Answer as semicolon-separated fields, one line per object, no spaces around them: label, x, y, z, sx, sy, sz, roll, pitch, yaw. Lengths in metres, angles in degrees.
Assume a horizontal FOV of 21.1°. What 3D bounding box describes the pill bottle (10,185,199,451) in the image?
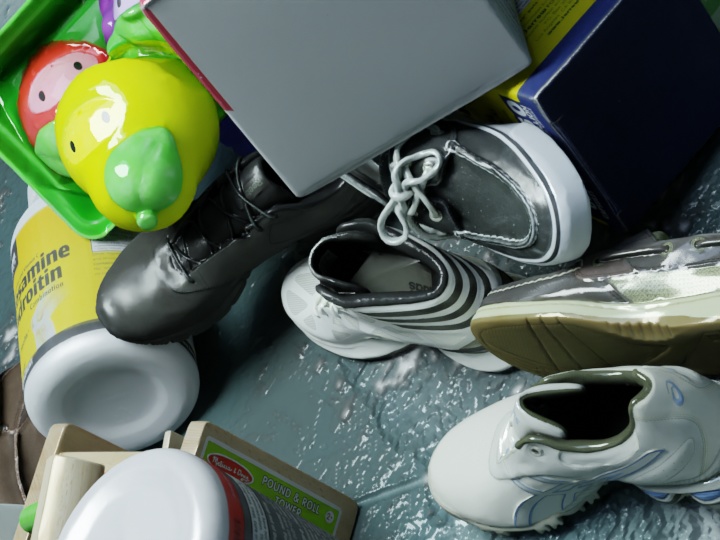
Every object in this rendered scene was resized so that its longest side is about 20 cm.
pill bottle;-0.171;0.013;1.267;0.112;0.112;0.201;-39;42;22

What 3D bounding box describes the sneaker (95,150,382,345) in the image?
sneaker;-0.075;-0.030;1.154;0.199;0.091;0.076;-35;76;-6

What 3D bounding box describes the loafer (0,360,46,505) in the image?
loafer;-0.206;0.119;1.262;0.071;0.073;0.200;-47;39;15

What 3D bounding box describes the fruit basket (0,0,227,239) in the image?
fruit basket;-0.143;-0.110;1.160;0.216;0.156;0.216;-44;7;7

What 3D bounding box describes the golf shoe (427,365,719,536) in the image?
golf shoe;0.095;0.076;0.948;0.199;0.097;0.079;-17;55;42

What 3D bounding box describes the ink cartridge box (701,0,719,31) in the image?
ink cartridge box;0.224;-0.186;1.027;0.146;0.048;0.200;-51;36;7

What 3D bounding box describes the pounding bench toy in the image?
pounding bench toy;-0.135;0.149;1.063;0.155;0.199;0.125;-4;62;45

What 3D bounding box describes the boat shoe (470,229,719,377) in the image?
boat shoe;0.147;0.014;0.959;0.200;0.072;0.066;-5;56;40

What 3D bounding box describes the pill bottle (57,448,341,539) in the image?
pill bottle;-0.048;0.176;0.947;0.115;0.200;0.117;-26;46;31

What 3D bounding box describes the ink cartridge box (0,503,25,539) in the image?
ink cartridge box;-0.235;0.224;1.077;0.040;0.199;0.201;-32;65;26

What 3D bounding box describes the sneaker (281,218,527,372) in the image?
sneaker;0.000;0.000;1.085;0.200;0.115;0.076;6;71;49

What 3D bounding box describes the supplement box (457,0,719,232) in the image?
supplement box;0.093;-0.119;1.057;0.110;0.109;0.200;-48;36;-9

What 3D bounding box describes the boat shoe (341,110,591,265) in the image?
boat shoe;0.038;-0.050;0.997;0.199;0.068;0.074;38;138;46

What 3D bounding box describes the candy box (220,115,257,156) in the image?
candy box;-0.025;-0.188;1.274;0.169;0.077;0.201;-32;44;28

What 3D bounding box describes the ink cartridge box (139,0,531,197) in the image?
ink cartridge box;-0.019;-0.174;0.999;0.144;0.145;0.201;-30;37;16
